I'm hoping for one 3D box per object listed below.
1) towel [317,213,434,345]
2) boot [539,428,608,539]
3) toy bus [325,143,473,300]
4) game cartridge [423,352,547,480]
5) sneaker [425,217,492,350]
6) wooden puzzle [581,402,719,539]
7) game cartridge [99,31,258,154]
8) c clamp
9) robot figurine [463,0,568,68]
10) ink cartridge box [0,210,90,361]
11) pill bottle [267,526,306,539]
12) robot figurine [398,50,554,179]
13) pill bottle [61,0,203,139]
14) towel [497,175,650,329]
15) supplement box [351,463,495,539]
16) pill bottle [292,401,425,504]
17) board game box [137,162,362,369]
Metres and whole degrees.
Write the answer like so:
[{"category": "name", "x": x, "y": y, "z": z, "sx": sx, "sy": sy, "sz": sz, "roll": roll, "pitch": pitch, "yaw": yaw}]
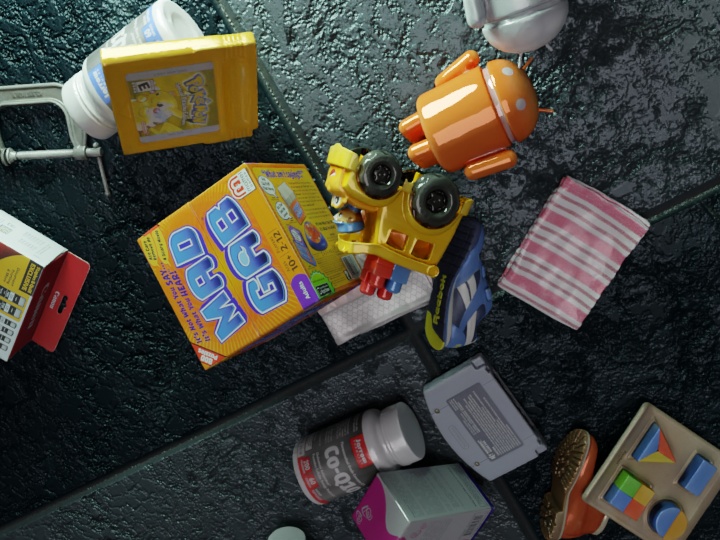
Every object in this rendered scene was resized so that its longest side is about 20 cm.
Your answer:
[{"category": "towel", "x": 0.000, "y": 0.000, "z": 1.181, "sx": 0.198, "sy": 0.032, "sz": 0.193, "roll": -25, "pitch": 105, "yaw": 17}, {"category": "boot", "x": 0.367, "y": 0.349, "z": 1.246, "sx": 0.105, "sy": 0.075, "sz": 0.203, "roll": 5, "pitch": 113, "yaw": -7}, {"category": "toy bus", "x": 0.028, "y": -0.061, "z": 1.056, "sx": 0.197, "sy": 0.136, "sz": 0.195, "roll": 20, "pitch": 97, "yaw": -18}, {"category": "game cartridge", "x": 0.196, "y": 0.243, "z": 1.244, "sx": 0.132, "sy": 0.042, "sz": 0.201, "roll": -31, "pitch": 104, "yaw": 24}, {"category": "sneaker", "x": 0.156, "y": 0.021, "z": 1.143, "sx": 0.081, "sy": 0.074, "sz": 0.203, "roll": 6, "pitch": 105, "yaw": -23}, {"category": "wooden puzzle", "x": 0.473, "y": 0.333, "z": 1.194, "sx": 0.198, "sy": 0.046, "sz": 0.187, "roll": 32, "pitch": 94, "yaw": -10}, {"category": "game cartridge", "x": -0.238, "y": -0.237, "z": 1.041, "sx": 0.197, "sy": 0.033, "sz": 0.177, "roll": -10, "pitch": 149, "yaw": -12}, {"category": "c clamp", "x": -0.492, "y": -0.203, "z": 1.183, "sx": 0.196, "sy": 0.027, "sz": 0.174, "roll": 4, "pitch": 112, "yaw": 7}, {"category": "robot figurine", "x": 0.194, "y": -0.363, "z": 0.959, "sx": 0.168, "sy": 0.113, "sz": 0.203, "roll": -27, "pitch": 109, "yaw": -18}, {"category": "ink cartridge box", "x": -0.569, "y": 0.037, "z": 1.261, "sx": 0.174, "sy": 0.084, "sz": 0.202, "roll": 29, "pitch": 113, "yaw": -4}, {"category": "pill bottle", "x": -0.126, "y": 0.569, "z": 1.385, "sx": 0.109, "sy": 0.111, "sz": 0.203, "roll": 1, "pitch": 111, "yaw": 9}, {"category": "robot figurine", "x": 0.152, "y": -0.209, "z": 1.027, "sx": 0.198, "sy": 0.145, "sz": 0.117, "roll": -22, "pitch": 129, "yaw": 17}, {"category": "pill bottle", "x": -0.317, "y": -0.278, "z": 1.078, "sx": 0.198, "sy": 0.114, "sz": 0.115, "roll": -30, "pitch": 104, "yaw": 19}, {"category": "towel", "x": 0.310, "y": -0.021, "z": 1.123, "sx": 0.145, "sy": 0.030, "sz": 0.202, "roll": 28, "pitch": 114, "yaw": -2}, {"category": "supplement box", "x": 0.101, "y": 0.387, "z": 1.224, "sx": 0.198, "sy": 0.104, "sz": 0.102, "roll": 7, "pitch": 122, "yaw": -42}, {"category": "pill bottle", "x": -0.002, "y": 0.297, "z": 1.255, "sx": 0.198, "sy": 0.114, "sz": 0.115, "roll": -26, "pitch": 105, "yaw": 18}, {"category": "board game box", "x": -0.145, "y": -0.013, "z": 1.081, "sx": 0.198, "sy": 0.200, "sz": 0.202, "roll": -30, "pitch": 86, "yaw": 20}]
